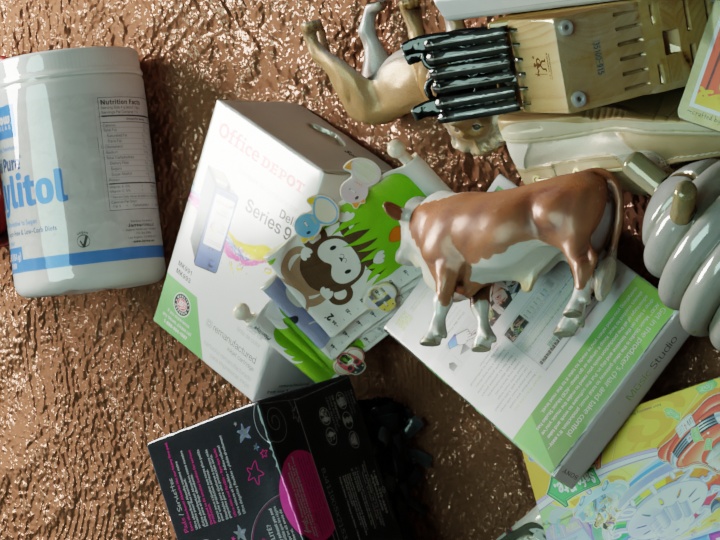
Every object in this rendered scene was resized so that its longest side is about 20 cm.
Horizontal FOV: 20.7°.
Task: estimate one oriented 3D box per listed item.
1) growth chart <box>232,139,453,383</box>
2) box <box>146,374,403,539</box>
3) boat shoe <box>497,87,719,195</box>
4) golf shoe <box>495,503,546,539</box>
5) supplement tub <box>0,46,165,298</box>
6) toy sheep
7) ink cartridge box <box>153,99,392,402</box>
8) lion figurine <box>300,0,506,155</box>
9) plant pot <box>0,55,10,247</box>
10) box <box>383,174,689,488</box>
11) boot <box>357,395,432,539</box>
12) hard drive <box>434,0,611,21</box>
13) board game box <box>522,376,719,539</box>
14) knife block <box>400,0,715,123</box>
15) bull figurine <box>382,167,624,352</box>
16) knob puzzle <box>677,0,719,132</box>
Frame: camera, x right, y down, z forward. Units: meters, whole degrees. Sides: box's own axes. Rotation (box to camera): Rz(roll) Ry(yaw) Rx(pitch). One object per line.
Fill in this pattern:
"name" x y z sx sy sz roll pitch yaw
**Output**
"growth chart" 0.000 0.000 1.464 0.200 0.145 0.018 -44 30 20
"box" -0.052 0.195 1.452 0.114 0.132 0.201 -20 85 31
"boat shoe" 0.191 -0.086 1.345 0.199 0.074 0.069 2 119 37
"golf shoe" 0.121 0.218 1.416 0.077 0.088 0.200 53 123 26
"supplement tub" -0.240 -0.082 1.673 0.132 0.132 0.201 -8 89 41
"toy sheep" 0.246 -0.013 1.255 0.200 0.138 0.138 48 122 21
"ink cartridge box" -0.069 -0.018 1.554 0.145 0.087 0.201 36 115 39
"lion figurine" 0.036 -0.143 1.477 0.200 0.072 0.123 0 109 55
"plant pot" -0.377 -0.103 1.756 0.200 0.182 0.202 4 96 41
"box" 0.122 0.039 1.376 0.145 0.036 0.200 -53 46 4
"boot" -0.030 0.191 1.554 0.198 0.073 0.163 -13 88 34
"hard drive" 0.157 -0.230 1.328 0.199 0.132 0.026 -1 138 41
"board game box" 0.217 0.152 1.321 0.199 0.034 0.135 -22 74 26
"knife block" 0.134 -0.148 1.341 0.175 0.199 0.064 15 118 65
"bull figurine" 0.093 -0.010 1.356 0.199 0.065 0.122 -15 67 39
"knob puzzle" 0.308 -0.164 1.220 0.219 0.030 0.221 -3 83 26
